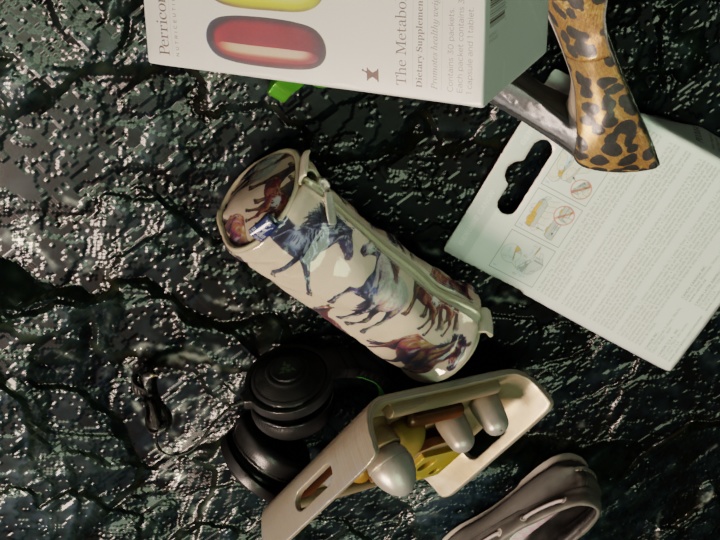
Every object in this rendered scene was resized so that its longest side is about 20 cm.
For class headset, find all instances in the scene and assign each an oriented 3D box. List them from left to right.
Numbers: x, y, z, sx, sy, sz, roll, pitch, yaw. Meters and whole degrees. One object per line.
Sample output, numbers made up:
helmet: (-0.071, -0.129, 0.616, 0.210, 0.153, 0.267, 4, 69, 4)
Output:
headset: (-0.068, 0.104, 0.967, 0.198, 0.094, 0.124, 2, 125, -32)

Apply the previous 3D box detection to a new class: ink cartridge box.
ink cartridge box: (0.185, -0.040, 0.940, 0.199, 0.057, 0.163, 29, 115, -5)

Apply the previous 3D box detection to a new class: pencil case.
pencil case: (0.000, 0.000, 0.890, 0.199, 0.078, 0.089, 36, 145, -29)

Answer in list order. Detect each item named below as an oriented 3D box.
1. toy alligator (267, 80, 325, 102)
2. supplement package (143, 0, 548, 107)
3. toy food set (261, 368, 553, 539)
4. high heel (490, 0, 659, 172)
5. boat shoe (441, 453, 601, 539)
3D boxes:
toy alligator: (0.005, -0.175, 0.791, 0.059, 0.054, 0.200, 28, 114, -27)
supplement package: (-0.008, -0.166, 0.698, 0.198, 0.110, 0.115, 10, 117, 23)
toy food set: (0.037, 0.145, 0.949, 0.199, 0.061, 0.144, -6, 147, -45)
high heel: (0.171, -0.154, 0.814, 0.142, 0.072, 0.201, 28, 130, -8)
boat shoe: (0.121, 0.234, 1.089, 0.067, 0.057, 0.200, 33, 111, -29)
